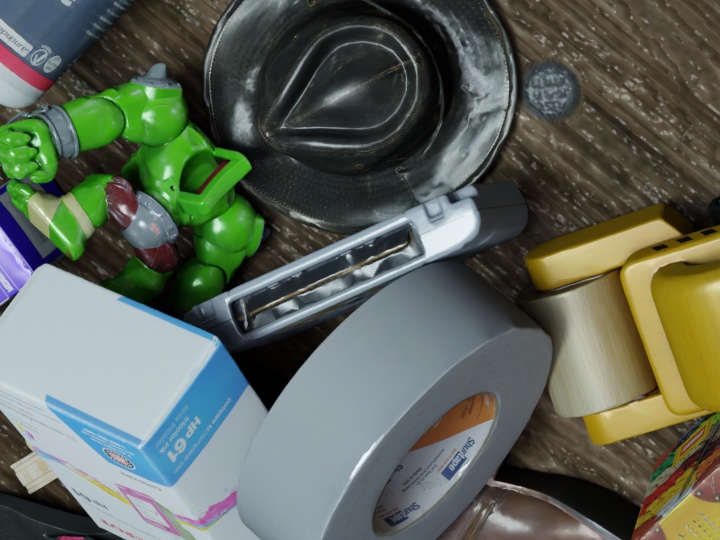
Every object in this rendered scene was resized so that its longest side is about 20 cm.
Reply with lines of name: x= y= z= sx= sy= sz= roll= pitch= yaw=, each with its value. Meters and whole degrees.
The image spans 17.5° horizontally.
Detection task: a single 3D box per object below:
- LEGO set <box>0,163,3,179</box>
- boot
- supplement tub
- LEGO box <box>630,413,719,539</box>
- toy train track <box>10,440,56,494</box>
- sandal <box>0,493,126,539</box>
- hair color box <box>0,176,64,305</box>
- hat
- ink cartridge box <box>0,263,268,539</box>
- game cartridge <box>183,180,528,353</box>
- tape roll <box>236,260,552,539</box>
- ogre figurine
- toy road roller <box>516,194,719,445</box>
LEGO set: x=-0.333 y=-0.054 z=1.449 sx=0.200 sy=0.154 sz=0.116 roll=-27 pitch=67 yaw=16
boot: x=0.088 y=0.220 z=1.479 sx=0.186 sy=0.064 sz=0.200 roll=27 pitch=106 yaw=19
supplement tub: x=-0.183 y=-0.208 z=1.377 sx=0.140 sy=0.140 sz=0.200 roll=44 pitch=94 yaw=-1
LEGO box: x=0.263 y=0.181 z=1.384 sx=0.200 sy=0.149 sz=0.077 roll=44 pitch=109 yaw=0
toy train track: x=-0.161 y=0.150 z=1.535 sx=0.115 sy=0.033 sz=0.200 roll=-32 pitch=96 yaw=18
sandal: x=-0.175 y=0.195 z=1.521 sx=0.200 sy=0.045 sz=0.075 roll=10 pitch=124 yaw=22
hair color box: x=-0.278 y=0.021 z=1.489 sx=0.200 sy=0.109 sz=0.065 roll=-33 pitch=96 yaw=19
hat: x=-0.009 y=-0.104 z=1.410 sx=0.200 sy=0.081 sz=0.201 roll=3 pitch=106 yaw=12
ink cartridge box: x=-0.122 y=0.101 z=1.403 sx=0.144 sy=0.200 sz=0.085 roll=21 pitch=67 yaw=33
game cartridge: x=0.000 y=0.000 z=1.405 sx=0.200 sy=0.133 sz=0.042 roll=-24 pitch=82 yaw=19
tape roll: x=0.021 y=0.093 z=1.357 sx=0.066 sy=0.200 sz=0.200 roll=41 pitch=110 yaw=23
ogre figurine: x=-0.129 y=-0.036 z=1.431 sx=0.120 sy=0.098 sz=0.200 roll=-41 pitch=103 yaw=-16
toy road roller: x=0.190 y=0.030 z=1.363 sx=0.200 sy=0.146 sz=0.123 roll=-18 pitch=99 yaw=17
